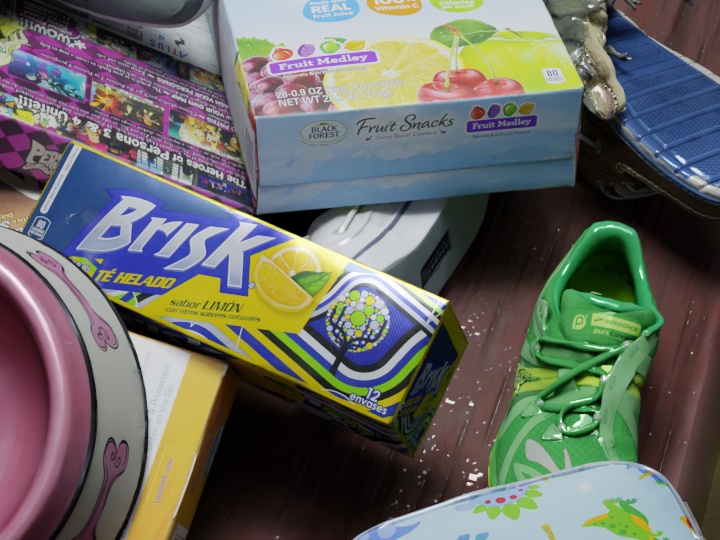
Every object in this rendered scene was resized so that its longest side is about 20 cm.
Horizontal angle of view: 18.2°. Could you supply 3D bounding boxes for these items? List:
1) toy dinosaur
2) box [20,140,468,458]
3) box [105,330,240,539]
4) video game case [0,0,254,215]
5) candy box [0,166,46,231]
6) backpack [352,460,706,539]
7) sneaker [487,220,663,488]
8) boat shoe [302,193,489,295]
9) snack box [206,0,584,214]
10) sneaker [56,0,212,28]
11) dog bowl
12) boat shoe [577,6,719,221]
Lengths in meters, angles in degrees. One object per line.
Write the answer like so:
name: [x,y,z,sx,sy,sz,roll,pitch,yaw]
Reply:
toy dinosaur: [0.130,-0.157,1.231,0.088,0.047,0.200,-11,38,-5]
box: [-0.055,0.012,1.034,0.200,0.070,0.064,23,78,17]
box: [-0.168,0.073,1.028,0.200,0.041,0.119,16,78,13]
video game case: [-0.152,-0.107,1.190,0.200,0.036,0.181,20,33,-19]
candy box: [-0.214,-0.038,1.163,0.115,0.055,0.200,-7,45,-15]
backpack: [0.074,0.186,0.898,0.183,0.147,0.200,-14,52,-14]
sneaker: [0.104,0.054,1.080,0.074,0.084,0.200,8,45,2]
boat shoe: [0.000,0.000,1.145,0.065,0.074,0.200,14,37,23]
snack box: [0.011,-0.118,1.186,0.169,0.068,0.200,-6,37,-10]
sneaker: [-0.176,-0.167,1.134,0.200,0.084,0.121,23,26,1]
dog bowl: [-0.197,0.067,0.974,0.200,0.074,0.200,-2,78,8]
boat shoe: [0.153,-0.080,1.229,0.072,0.072,0.200,-15,42,-21]
